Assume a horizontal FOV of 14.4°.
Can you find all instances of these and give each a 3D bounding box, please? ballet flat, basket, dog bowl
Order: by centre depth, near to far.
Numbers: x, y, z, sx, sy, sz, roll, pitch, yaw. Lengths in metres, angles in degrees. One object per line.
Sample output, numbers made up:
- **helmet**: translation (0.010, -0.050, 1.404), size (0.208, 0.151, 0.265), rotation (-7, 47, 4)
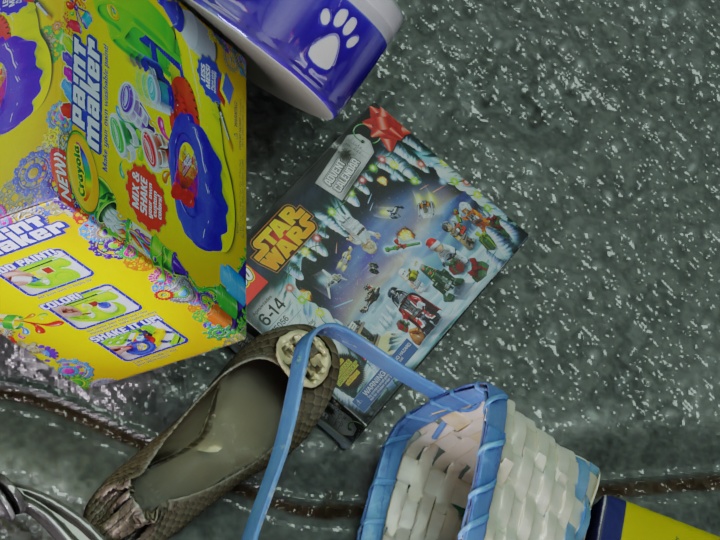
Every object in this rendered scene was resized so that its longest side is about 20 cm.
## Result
- **basket**: translation (0.031, 0.145, 1.674), size (0.200, 0.139, 0.177), rotation (32, 57, -24)
- **ballet flat**: translation (-0.085, 0.099, 1.691), size (0.200, 0.046, 0.067), rotation (-39, 82, -24)
- **dog bowl**: translation (-0.075, -0.180, 1.782), size (0.200, 0.200, 0.079), rotation (34, 86, -4)

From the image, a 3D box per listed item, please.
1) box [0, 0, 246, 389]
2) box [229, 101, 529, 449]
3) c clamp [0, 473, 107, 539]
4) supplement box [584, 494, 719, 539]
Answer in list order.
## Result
- **box**: translation (-0.167, -0.068, 1.672), size (0.193, 0.122, 0.200), rotation (38, 42, -49)
- **box**: translation (0.000, 0.000, 1.815), size (0.137, 0.040, 0.200), rotation (40, 54, 2)
- **c clamp**: translation (-0.232, 0.184, 1.597), size (0.200, 0.027, 0.171), rotation (-33, 82, -27)
- **supplement box**: translation (0.206, 0.234, 1.732), size (0.200, 0.109, 0.110), rotation (22, 55, -13)
